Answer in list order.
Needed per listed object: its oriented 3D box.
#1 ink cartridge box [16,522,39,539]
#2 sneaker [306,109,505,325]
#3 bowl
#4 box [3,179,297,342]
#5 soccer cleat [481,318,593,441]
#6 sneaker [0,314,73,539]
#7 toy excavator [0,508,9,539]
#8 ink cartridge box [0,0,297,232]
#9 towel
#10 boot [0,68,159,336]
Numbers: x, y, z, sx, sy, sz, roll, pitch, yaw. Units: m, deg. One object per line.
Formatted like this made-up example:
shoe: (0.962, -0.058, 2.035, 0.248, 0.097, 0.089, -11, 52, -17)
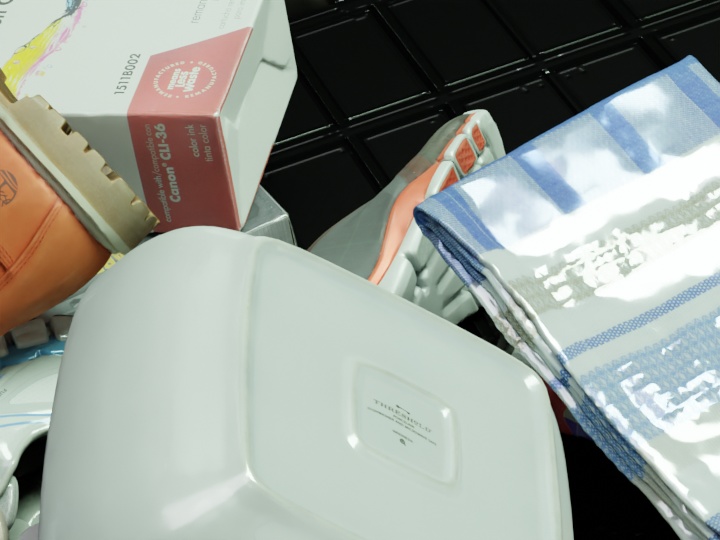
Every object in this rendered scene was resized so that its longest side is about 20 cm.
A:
ink cartridge box: (-0.115, 0.184, 0.904, 0.115, 0.068, 0.200, 13, 45, 29)
sneaker: (0.000, 0.000, 1.109, 0.082, 0.077, 0.200, 3, 39, 28)
bowl: (-0.003, 0.075, 0.924, 0.200, 0.075, 0.200, 28, 35, -20)
box: (-0.148, -0.005, 1.170, 0.200, 0.048, 0.158, -25, 41, -18)
soccer cleat: (0.100, 0.005, 1.096, 0.073, 0.068, 0.200, 29, 32, -3)
sneaker: (-0.174, 0.086, 1.045, 0.200, 0.075, 0.087, -23, 45, -15)
toy excavator: (-0.246, 0.142, 0.967, 0.200, 0.100, 0.195, 19, 65, 3)
ink cartridge box: (-0.139, -0.078, 1.164, 0.200, 0.068, 0.116, 1, 40, 13)
towel: (0.130, 0.010, 0.997, 0.147, 0.024, 0.200, -28, 58, -20)
boot: (-0.183, -0.052, 1.067, 0.107, 0.075, 0.200, -44, 67, -1)
